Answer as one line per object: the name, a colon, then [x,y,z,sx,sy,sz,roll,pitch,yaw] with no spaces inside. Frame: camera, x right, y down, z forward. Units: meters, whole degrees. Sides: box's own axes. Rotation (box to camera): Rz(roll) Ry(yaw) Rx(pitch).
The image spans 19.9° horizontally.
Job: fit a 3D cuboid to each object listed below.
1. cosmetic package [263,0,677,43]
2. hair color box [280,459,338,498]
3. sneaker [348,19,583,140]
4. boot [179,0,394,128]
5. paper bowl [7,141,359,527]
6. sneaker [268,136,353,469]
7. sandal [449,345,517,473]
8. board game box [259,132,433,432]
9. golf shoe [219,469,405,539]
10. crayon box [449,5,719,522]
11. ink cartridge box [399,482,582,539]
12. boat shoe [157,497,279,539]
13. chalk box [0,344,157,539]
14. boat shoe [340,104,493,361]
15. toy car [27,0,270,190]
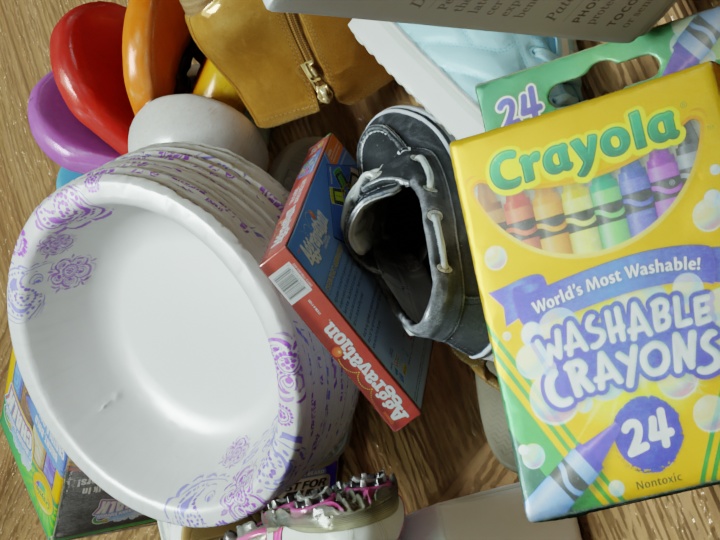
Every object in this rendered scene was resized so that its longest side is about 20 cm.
cosmetic package: [0.057,-0.211,0.818,0.166,0.199,0.169,-47,54,43]
hair color box: [-0.070,0.190,1.344,0.109,0.064,0.202,40,129,54]
sneaker: [0.080,-0.087,0.975,0.082,0.074,0.200,-48,66,7]
boot: [-0.003,-0.171,1.102,0.144,0.200,0.071,54,-165,-30]
paper bowl: [-0.087,0.028,1.114,0.199,0.104,0.203,15,120,28]
sneaker: [-0.053,0.009,1.252,0.118,0.073,0.203,32,123,59]
sandal: [0.066,0.004,1.038,0.080,0.054,0.202,-1,95,62]
board game box: [0.000,0.000,1.033,0.103,0.019,0.200,52,-164,-11]
golf shoe: [-0.015,0.157,1.041,0.200,0.072,0.093,131,124,-68]
crayon box: [0.114,-0.004,0.876,0.125,0.051,0.202,-16,80,25]
ink cartridge box: [0.064,0.221,1.063,0.145,0.084,0.202,-31,68,61]
boat shoe: [-0.083,0.156,1.202,0.201,0.070,0.070,-105,28,-44]
chalk box: [-0.179,0.105,1.468,0.124,0.123,0.201,58,143,38]
boat shoe: [0.023,-0.025,1.005,0.201,0.067,0.072,-114,41,-52]
toy car: [-0.126,-0.092,1.236,0.201,0.149,0.176,115,172,-47]
